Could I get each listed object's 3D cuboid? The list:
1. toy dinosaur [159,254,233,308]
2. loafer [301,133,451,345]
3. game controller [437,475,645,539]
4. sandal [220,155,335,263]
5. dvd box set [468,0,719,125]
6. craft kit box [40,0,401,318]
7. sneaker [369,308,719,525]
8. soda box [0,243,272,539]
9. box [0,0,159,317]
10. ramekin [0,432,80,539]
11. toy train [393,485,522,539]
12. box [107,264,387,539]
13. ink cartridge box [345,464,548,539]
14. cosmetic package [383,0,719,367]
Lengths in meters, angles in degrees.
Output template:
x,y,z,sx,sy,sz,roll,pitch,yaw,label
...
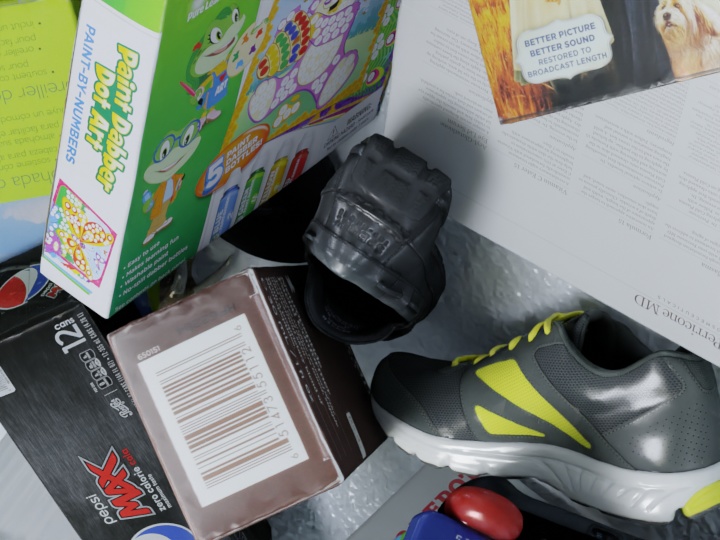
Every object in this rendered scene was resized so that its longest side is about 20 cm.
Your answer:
x,y,z,sx,sy,sz,roll,pitch,yaw,label
-0.101,0.083,1.115,0.102,0.077,0.201,5,117,55,toy dinosaur
0.000,0.000,0.918,0.068,0.071,0.201,33,166,7,loafer
0.127,0.145,0.911,0.199,0.042,0.104,20,168,2,game controller
-0.084,-0.072,0.971,0.076,0.043,0.200,-28,116,29,sandal
0.093,-0.167,0.748,0.146,0.029,0.201,-10,97,36,dvd box set
-0.043,-0.104,0.838,0.048,0.200,0.198,32,136,19,craft kit box
0.089,0.054,0.936,0.199,0.074,0.085,12,105,38,sneaker
-0.107,0.082,0.922,0.063,0.071,0.201,-23,122,7,soda box
-0.164,-0.037,0.910,0.121,0.048,0.201,-8,125,3,box
-0.138,0.162,1.135,0.200,0.098,0.201,29,164,9,ramekin
0.092,0.172,0.875,0.199,0.085,0.116,26,163,-9,toy train
-0.045,0.056,0.922,0.075,0.200,0.101,-24,89,4,box
0.066,0.216,0.999,0.199,0.145,0.145,35,137,18,ink cartridge box
0.105,-0.065,0.840,0.199,0.052,0.152,30,133,24,cosmetic package
